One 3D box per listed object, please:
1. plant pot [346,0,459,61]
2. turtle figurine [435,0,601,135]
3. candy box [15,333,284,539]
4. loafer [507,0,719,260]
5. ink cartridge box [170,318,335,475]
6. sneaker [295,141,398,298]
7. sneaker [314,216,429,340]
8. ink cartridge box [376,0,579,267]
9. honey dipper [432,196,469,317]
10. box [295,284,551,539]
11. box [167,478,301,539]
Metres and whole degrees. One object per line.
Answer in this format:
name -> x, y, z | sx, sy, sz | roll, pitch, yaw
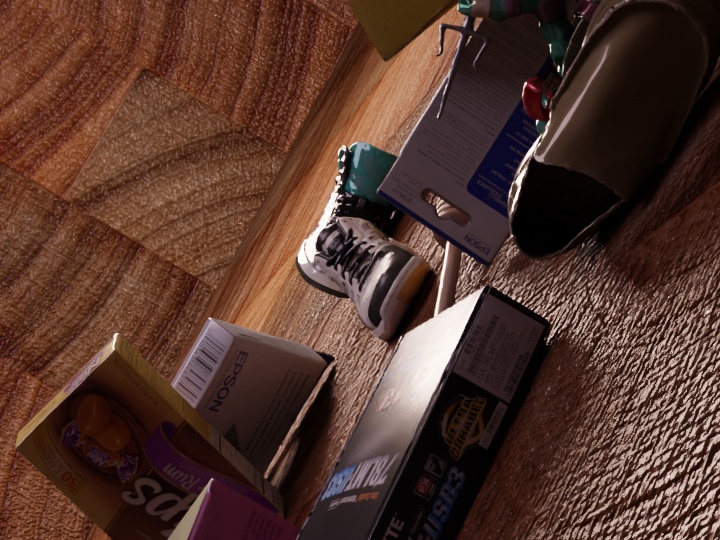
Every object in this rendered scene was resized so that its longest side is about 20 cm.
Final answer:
plant pot -> 0.053, -0.296, 1.226 | 0.194, 0.200, 0.195 | -41, 3, -28
turtle figurine -> 0.142, -0.144, 1.113 | 0.201, 0.149, 0.101 | -55, 46, 5
candy box -> -0.170, 0.165, 1.537 | 0.117, 0.200, 0.056 | -42, 13, 6
loafer -> 0.137, -0.076, 1.022 | 0.068, 0.075, 0.201 | -69, 1, -47
ink cartridge box -> -0.112, 0.150, 1.654 | 0.199, 0.040, 0.201 | 19, -77, -57
sneaker -> 0.000, -0.059, 1.829 | 0.200, 0.083, 0.122 | -74, 7, -66
sneaker -> 0.000, 0.000, 1.561 | 0.076, 0.087, 0.200 | -57, 9, 1
ink cartridge box -> 0.102, -0.111, 1.267 | 0.201, 0.094, 0.037 | -58, -2, 14
honey dipper -> 0.065, 0.002, 1.340 | 0.038, 0.038, 0.201 | -55, 13, 32
box -> 0.023, 0.119, 1.109 | 0.200, 0.049, 0.200 | -61, 7, -15
box -> -0.127, 0.281, 1.297 | 0.200, 0.096, 0.177 | -53, 10, 36
